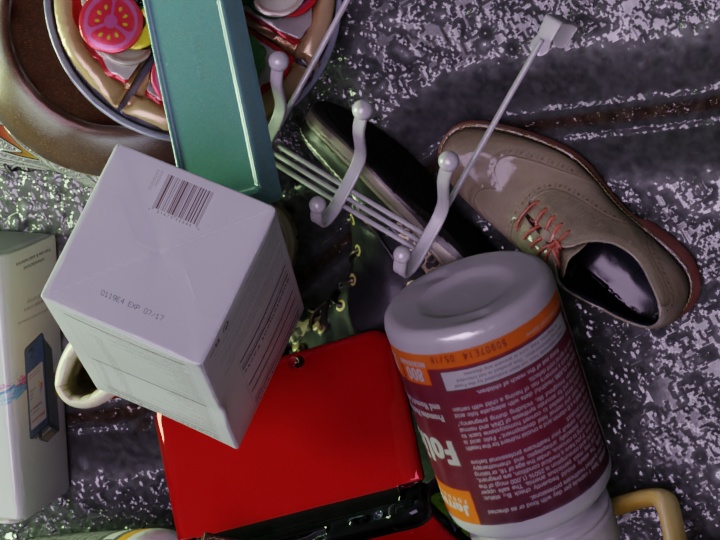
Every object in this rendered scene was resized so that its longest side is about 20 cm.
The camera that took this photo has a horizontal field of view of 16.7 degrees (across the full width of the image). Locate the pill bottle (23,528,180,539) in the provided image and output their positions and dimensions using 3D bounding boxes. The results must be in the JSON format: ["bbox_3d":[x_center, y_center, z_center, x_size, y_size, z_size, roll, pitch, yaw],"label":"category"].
[{"bbox_3d":[-0.201,0.246,1.750,0.199,0.116,0.117,-9,100,42],"label":"pill bottle"}]

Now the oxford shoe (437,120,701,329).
[{"bbox_3d":[0.131,-0.032,1.596,0.199,0.075,0.071,32,113,11],"label":"oxford shoe"}]

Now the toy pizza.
[{"bbox_3d":[-0.110,-0.184,1.619,0.199,0.032,0.202,1,81,-7],"label":"toy pizza"}]

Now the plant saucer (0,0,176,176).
[{"bbox_3d":[-0.164,-0.164,1.642,0.199,0.032,0.202,1,80,-7],"label":"plant saucer"}]

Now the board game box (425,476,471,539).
[{"bbox_3d":[0.020,0.231,1.729,0.199,0.032,0.121,-30,87,25],"label":"board game box"}]

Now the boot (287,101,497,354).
[{"bbox_3d":[0.000,0.000,1.659,0.200,0.073,0.151,45,114,0],"label":"boot"}]

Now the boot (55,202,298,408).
[{"bbox_3d":[-0.128,0.028,1.695,0.200,0.107,0.075,-41,84,22],"label":"boot"}]

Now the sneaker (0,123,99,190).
[{"bbox_3d":[-0.224,-0.100,1.724,0.200,0.078,0.082,35,120,18],"label":"sneaker"}]

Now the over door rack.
[{"bbox_3d":[0.022,-0.117,1.571,0.147,0.067,0.201,31,85,19],"label":"over door rack"}]

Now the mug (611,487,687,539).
[{"bbox_3d":[0.194,0.263,1.631,0.153,0.187,0.149,-25,126,33],"label":"mug"}]

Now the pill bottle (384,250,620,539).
[{"bbox_3d":[0.096,0.100,1.579,0.114,0.114,0.201,-10,114,23],"label":"pill bottle"}]

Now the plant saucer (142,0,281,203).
[{"bbox_3d":[-0.103,-0.136,1.573,0.070,0.019,0.201,-14,86,24],"label":"plant saucer"}]

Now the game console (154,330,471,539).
[{"bbox_3d":[-0.023,0.153,1.679,0.199,0.119,0.172,-17,139,28],"label":"game console"}]

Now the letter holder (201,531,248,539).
[{"bbox_3d":[-0.022,0.275,1.618,0.199,0.143,0.101,10,143,-2],"label":"letter holder"}]

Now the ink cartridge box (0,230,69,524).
[{"bbox_3d":[-0.297,0.074,1.781,0.144,0.087,0.201,2,102,21],"label":"ink cartridge box"}]

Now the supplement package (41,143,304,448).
[{"bbox_3d":[-0.114,0.021,1.552,0.113,0.200,0.110,23,74,10],"label":"supplement package"}]
